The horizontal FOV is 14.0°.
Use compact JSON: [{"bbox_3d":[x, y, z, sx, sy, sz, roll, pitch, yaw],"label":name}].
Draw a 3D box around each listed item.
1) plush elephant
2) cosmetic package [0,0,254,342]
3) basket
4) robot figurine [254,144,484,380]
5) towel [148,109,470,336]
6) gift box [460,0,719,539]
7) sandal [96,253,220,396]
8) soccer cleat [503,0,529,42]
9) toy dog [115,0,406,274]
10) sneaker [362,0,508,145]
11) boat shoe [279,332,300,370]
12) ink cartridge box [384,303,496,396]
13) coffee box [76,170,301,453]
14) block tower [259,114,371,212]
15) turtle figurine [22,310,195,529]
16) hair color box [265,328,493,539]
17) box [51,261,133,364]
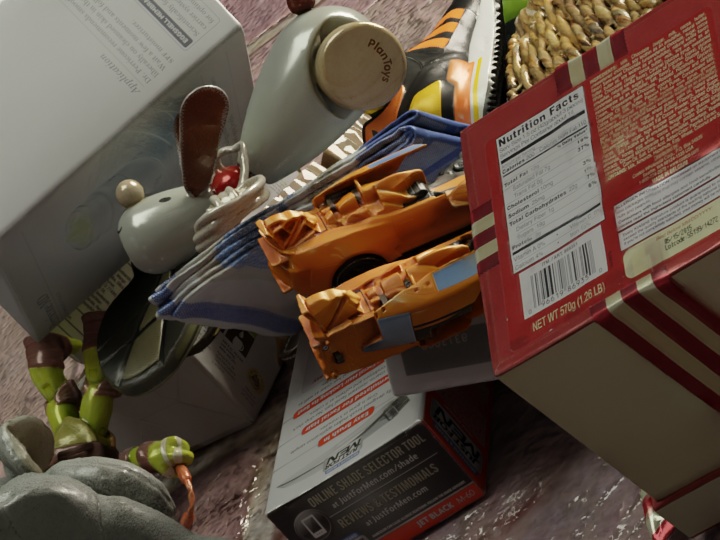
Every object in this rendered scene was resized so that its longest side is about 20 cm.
[{"bbox_3d":[-0.190,0.171,1.715,0.165,0.200,0.155,-53,7,-7],"label":"plush elephant"},{"bbox_3d":[-0.173,-0.085,1.762,0.200,0.123,0.199,-41,-14,-10],"label":"cosmetic package"},{"bbox_3d":[0.180,-0.110,1.666,0.143,0.149,0.200,-56,19,15],"label":"basket"},{"bbox_3d":[0.054,-0.024,1.512,0.200,0.058,0.145,-25,42,-4],"label":"robot figurine"},{"bbox_3d":[-0.007,-0.022,1.652,0.200,0.024,0.147,-34,-22,24],"label":"towel"},{"bbox_3d":[0.164,0.012,1.350,0.184,0.187,0.200,-28,44,29],"label":"gift box"},{"bbox_3d":[-0.108,0.017,1.806,0.080,0.057,0.201,-28,22,21],"label":"sandal"},{"bbox_3d":[0.162,-0.152,1.845,0.200,0.081,0.067,9,31,40],"label":"soccer cleat"},{"bbox_3d":[-0.062,-0.094,1.633,0.200,0.096,0.132,-40,4,-22],"label":"toy dog"},{"bbox_3d":[0.042,-0.120,1.754,0.090,0.070,0.200,-5,26,6],"label":"sneaker"},{"bbox_3d":[0.000,0.000,1.784,0.200,0.059,0.072,-46,22,45],"label":"boat shoe"},{"bbox_3d":[0.105,0.007,1.599,0.160,0.047,0.200,-11,12,15],"label":"ink cartridge box"},{"bbox_3d":[-0.098,0.026,1.938,0.114,0.080,0.200,-25,27,39],"label":"coffee box"},{"bbox_3d":[-0.007,-0.048,1.894,0.200,0.058,0.054,-48,-16,-35],"label":"block tower"},{"bbox_3d":[-0.178,0.116,1.828,0.200,0.064,0.162,-29,62,47],"label":"turtle figurine"},{"bbox_3d":[0.016,0.076,1.657,0.111,0.064,0.200,-32,21,22],"label":"hair color box"},{"bbox_3d":[-0.174,-0.056,1.940,0.200,0.128,0.109,-48,17,-9],"label":"box"}]
